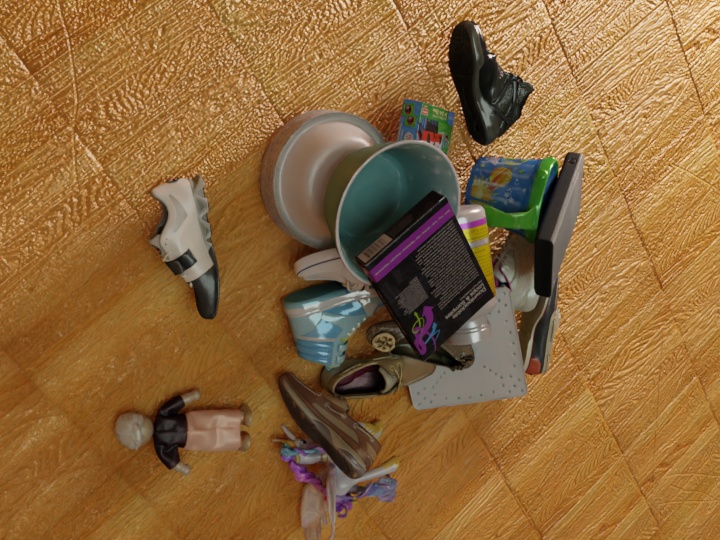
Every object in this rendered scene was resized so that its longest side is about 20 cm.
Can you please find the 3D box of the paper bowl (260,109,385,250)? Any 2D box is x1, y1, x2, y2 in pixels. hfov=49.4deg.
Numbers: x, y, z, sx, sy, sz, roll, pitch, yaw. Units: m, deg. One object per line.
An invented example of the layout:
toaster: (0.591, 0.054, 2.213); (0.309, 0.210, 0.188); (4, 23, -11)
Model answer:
paper bowl: (-0.040, -0.131, 1.152); (0.198, 0.104, 0.204); (-8, 106, -27)

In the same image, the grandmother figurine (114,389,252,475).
grandmother figurine: (-0.262, 0.239, 1.157); (0.197, 0.060, 0.123); (8, 72, -26)

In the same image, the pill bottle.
pill bottle: (0.152, 0.007, 1.199); (0.103, 0.104, 0.203); (-13, 99, -24)

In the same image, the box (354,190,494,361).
box: (0.093, 0.011, 1.074); (0.143, 0.036, 0.201); (-40, 126, -10)

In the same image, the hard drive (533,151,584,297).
hard drive: (0.328, -0.076, 1.295); (0.141, 0.032, 0.201); (76, 34, -49)

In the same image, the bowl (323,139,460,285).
bowl: (0.029, -0.091, 1.072); (0.198, 0.105, 0.204); (-14, 118, -27)

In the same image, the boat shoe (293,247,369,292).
boat shoe: (0.000, 0.000, 1.167); (0.196, 0.074, 0.066); (-9, 77, 2)

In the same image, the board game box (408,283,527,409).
board game box: (0.166, 0.130, 1.309); (0.197, 0.026, 0.203); (-10, 111, 12)

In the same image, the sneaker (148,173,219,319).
sneaker: (-0.248, -0.026, 1.089); (0.087, 0.074, 0.203); (-13, 99, -24)

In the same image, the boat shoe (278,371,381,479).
boat shoe: (-0.049, 0.228, 1.208); (0.072, 0.200, 0.076); (-37, 161, -25)

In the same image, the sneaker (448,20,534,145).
sneaker: (0.210, -0.315, 1.256); (0.113, 0.076, 0.202); (-32, 118, -19)

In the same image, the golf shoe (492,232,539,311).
golf shoe: (0.271, -0.023, 1.362); (0.090, 0.075, 0.204); (-3, 103, -23)

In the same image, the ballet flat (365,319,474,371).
ballet flat: (0.098, 0.124, 1.236); (0.198, 0.047, 0.067); (17, 135, -27)

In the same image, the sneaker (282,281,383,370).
sneaker: (-0.020, 0.084, 1.232); (0.197, 0.079, 0.133); (-12, 106, -15)

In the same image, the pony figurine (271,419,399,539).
pony figurine: (-0.037, 0.336, 1.260); (0.197, 0.166, 0.196); (-3, 72, -23)

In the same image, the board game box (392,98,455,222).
board game box: (0.091, -0.152, 1.209); (0.151, 0.036, 0.203); (-11, 113, -65)

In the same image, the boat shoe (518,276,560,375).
boat shoe: (0.329, 0.095, 1.419); (0.062, 0.071, 0.203); (6, 104, -17)

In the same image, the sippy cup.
sippy cup: (0.242, -0.125, 1.274); (0.178, 0.128, 0.142); (21, 83, -70)

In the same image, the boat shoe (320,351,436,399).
boat shoe: (0.036, 0.173, 1.268); (0.197, 0.066, 0.075); (-12, 108, -11)
